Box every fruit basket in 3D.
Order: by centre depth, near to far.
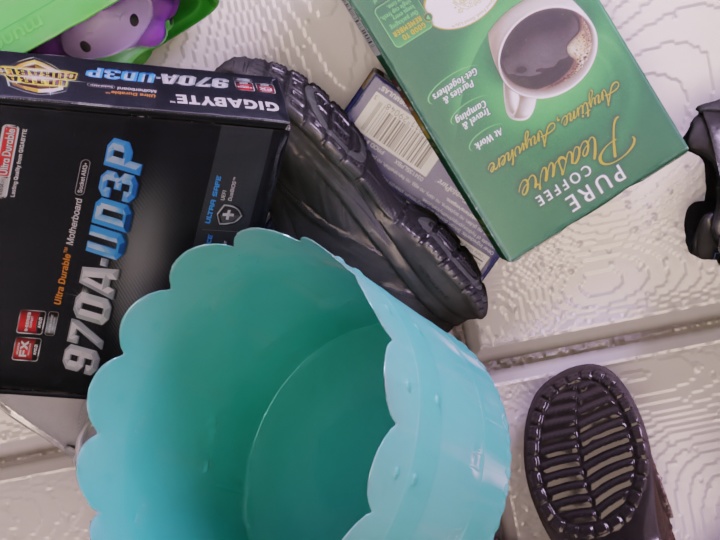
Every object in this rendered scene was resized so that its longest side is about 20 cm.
[{"bbox_3d":[-0.166,-0.093,1.371,0.215,0.155,0.217,0,87,9],"label":"fruit basket"}]

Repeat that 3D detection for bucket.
[{"bbox_3d":[-0.031,0.094,1.298,0.207,0.207,0.135,-50,142,10],"label":"bucket"}]

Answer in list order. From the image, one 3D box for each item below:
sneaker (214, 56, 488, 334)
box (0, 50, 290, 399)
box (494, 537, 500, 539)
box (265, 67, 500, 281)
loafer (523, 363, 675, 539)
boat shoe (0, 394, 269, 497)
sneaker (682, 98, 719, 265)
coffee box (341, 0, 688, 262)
[{"bbox_3d":[-0.020,-0.029,1.384,0.091,0.076,0.200,-39,96,16],"label":"sneaker"},{"bbox_3d":[-0.135,-0.019,1.341,0.158,0.046,0.200,5,128,-16],"label":"box"},{"bbox_3d":[0.051,0.201,1.423,0.200,0.075,0.100,31,103,-38],"label":"box"},{"bbox_3d":[0.000,0.000,1.440,0.121,0.032,0.200,34,99,-7],"label":"box"},{"bbox_3d":[0.144,0.152,1.435,0.073,0.071,0.201,-16,69,10],"label":"loafer"},{"bbox_3d":[-0.129,0.094,1.430,0.199,0.069,0.072,24,126,-1],"label":"boat shoe"},{"bbox_3d":[0.241,-0.008,1.415,0.111,0.077,0.201,-17,101,1],"label":"sneaker"},{"bbox_3d":[0.078,-0.118,1.388,0.123,0.044,0.200,-34,94,-4],"label":"coffee box"}]
